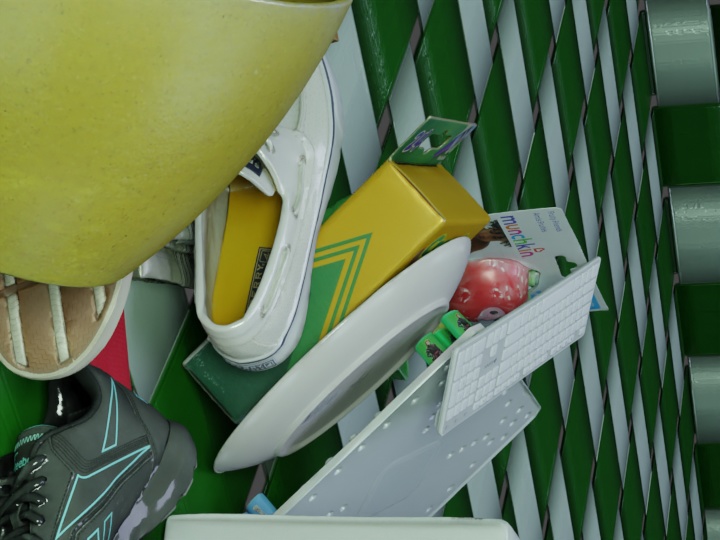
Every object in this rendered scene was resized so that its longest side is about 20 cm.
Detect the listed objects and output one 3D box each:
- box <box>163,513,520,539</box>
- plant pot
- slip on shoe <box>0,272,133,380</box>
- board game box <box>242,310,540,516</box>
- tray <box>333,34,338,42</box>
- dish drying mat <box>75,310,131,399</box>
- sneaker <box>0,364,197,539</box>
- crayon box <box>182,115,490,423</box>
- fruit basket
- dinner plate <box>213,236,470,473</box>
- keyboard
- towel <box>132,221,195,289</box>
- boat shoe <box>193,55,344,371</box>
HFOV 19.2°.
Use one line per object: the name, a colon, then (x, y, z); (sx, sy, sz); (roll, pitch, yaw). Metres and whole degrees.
box: (0.005, 0.229, 1.179); (0.199, 0.199, 0.131); (59, 34, -59)
plant pot: (-0.119, -0.079, 0.849); (0.200, 0.199, 0.143); (-41, 153, -71)
slip on shoe: (-0.138, -0.050, 0.956); (0.061, 0.076, 0.201); (64, 19, -81)
board game box: (0.016, 0.123, 1.320); (0.026, 0.200, 0.200); (46, -2, 24)
tray: (-0.062, -0.235, 1.254); (0.099, 0.037, 0.201); (6, 72, -72)
dish drying mat: (-0.134, 0.037, 1.043); (0.077, 0.018, 0.201); (-37, 123, -71)
sneaker: (-0.141, 0.121, 0.943); (0.079, 0.075, 0.200); (52, 33, -23)
crayon box: (0.000, 0.000, 1.226); (0.052, 0.200, 0.126); (47, 13, 9)
fruit basket: (0.049, 0.013, 1.372); (0.185, 0.199, 0.094); (55, 36, -64)
dinner plate: (-0.004, 0.056, 1.232); (0.024, 0.200, 0.200); (48, 11, 11)
keyboard: (0.098, 0.043, 1.284); (0.200, 0.011, 0.057); (-29, 140, -56)
towel: (-0.088, -0.084, 1.198); (0.192, 0.034, 0.201); (11, 78, -74)
boat shoe: (-0.057, -0.050, 1.148); (0.070, 0.070, 0.201); (51, 45, -64)
